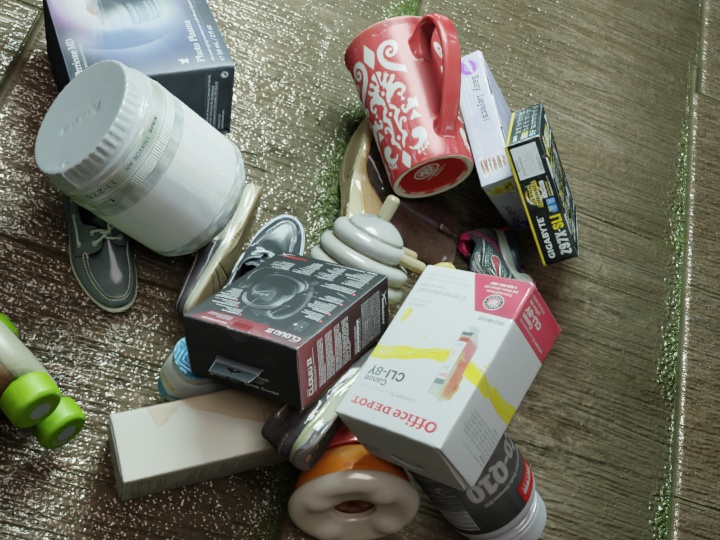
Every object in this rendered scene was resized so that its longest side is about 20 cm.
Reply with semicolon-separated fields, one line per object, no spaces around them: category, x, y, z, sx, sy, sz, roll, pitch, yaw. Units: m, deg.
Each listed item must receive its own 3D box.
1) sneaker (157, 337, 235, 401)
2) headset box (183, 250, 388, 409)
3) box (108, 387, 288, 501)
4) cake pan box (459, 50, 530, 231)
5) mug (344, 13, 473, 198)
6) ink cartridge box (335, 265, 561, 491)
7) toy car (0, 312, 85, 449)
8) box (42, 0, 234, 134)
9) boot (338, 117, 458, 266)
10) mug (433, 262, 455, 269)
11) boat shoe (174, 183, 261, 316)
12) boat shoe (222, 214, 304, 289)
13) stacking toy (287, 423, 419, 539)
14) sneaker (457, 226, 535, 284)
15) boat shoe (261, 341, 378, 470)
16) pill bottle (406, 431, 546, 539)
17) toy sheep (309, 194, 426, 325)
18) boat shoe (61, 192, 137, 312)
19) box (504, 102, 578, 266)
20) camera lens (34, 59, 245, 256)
sneaker;-0.141;0.113;1.064;0.199;0.081;0.077;4;54;-37
headset box;-0.081;0.061;0.980;0.148;0.078;0.200;12;31;28
box;-0.173;0.187;1.009;0.199;0.095;0.078;-9;68;-21
cake pan box;0.185;-0.174;1.235;0.052;0.184;0.201;-17;69;15
mug;0.065;-0.214;1.158;0.133;0.178;0.201;-14;70;-2
ink cartridge box;0.090;0.103;0.933;0.200;0.145;0.084;-56;132;-22
toy car;-0.420;0.147;0.932;0.200;0.158;0.164;-40;69;-16
box;-0.281;-0.267;1.145;0.197;0.124;0.201;-13;56;-20
boot;0.055;-0.101;1.236;0.166;0.072;0.201;19;60;-21
mug;0.111;0.101;1.098;0.187;0.153;0.149;44;63;7
boat shoe;-0.185;-0.029;1.120;0.065;0.072;0.201;20;64;6
boat shoe;-0.124;0.004;1.120;0.072;0.068;0.200;33;61;0
stacking toy;-0.011;0.197;1.051;0.145;0.146;0.201;8;47;-13
sneaker;0.178;0.023;1.186;0.074;0.081;0.200;1;40;-9
boat shoe;-0.038;0.128;0.987;0.073;0.075;0.200;28;36;12
pill bottle;0.126;0.226;1.021;0.114;0.114;0.200;-53;123;-29
toy sheep;0.000;0.000;1.117;0.137;0.138;0.201;26;97;-4
boat shoe;-0.316;-0.047;1.090;0.072;0.062;0.201;-13;70;-21
box;0.235;-0.116;1.169;0.200;0.049;0.160;-62;131;-65
camera lens;-0.242;-0.121;1.033;0.200;0.159;0.161;37;51;-45
